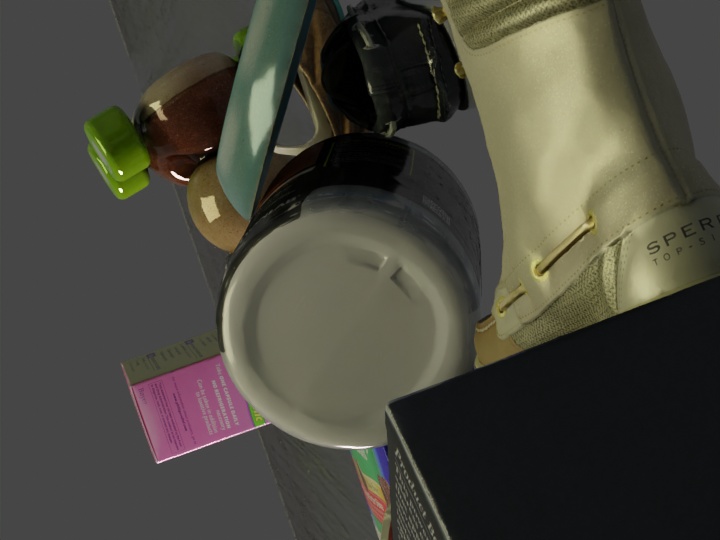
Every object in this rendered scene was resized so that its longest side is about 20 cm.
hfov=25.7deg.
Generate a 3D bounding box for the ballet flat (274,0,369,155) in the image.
[{"bbox_3d":[-0.018,-0.078,0.978,0.068,0.072,0.200,115,135,-75],"label":"ballet flat"}]

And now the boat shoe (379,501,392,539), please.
[{"bbox_3d":[0.058,0.181,0.646,0.071,0.063,0.200,26,-136,-54],"label":"boat shoe"}]

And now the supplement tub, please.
[{"bbox_3d":[0.000,0.000,0.794,0.200,0.122,0.123,-75,-31,-73],"label":"supplement tub"}]

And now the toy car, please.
[{"bbox_3d":[-0.095,-0.064,1.237,0.200,0.164,0.158,58,170,2],"label":"toy car"}]

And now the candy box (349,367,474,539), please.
[{"bbox_3d":[0.032,0.100,1.037,0.169,0.077,0.200,-153,45,-77],"label":"candy box"}]

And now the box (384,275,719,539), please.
[{"bbox_3d":[0.095,0.102,0.472,0.200,0.148,0.107,86,161,-57],"label":"box"}]

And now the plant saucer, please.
[{"bbox_3d":[-0.042,-0.125,0.827,0.200,0.027,0.200,-163,90,-87],"label":"plant saucer"}]

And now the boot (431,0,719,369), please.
[{"bbox_3d":[0.070,-0.036,0.574,0.200,0.072,0.155,144,106,-75],"label":"boot"}]

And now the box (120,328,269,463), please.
[{"bbox_3d":[-0.162,0.129,1.813,0.176,0.200,0.097,-160,50,-77],"label":"box"}]

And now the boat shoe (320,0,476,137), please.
[{"bbox_3d":[0.008,-0.107,0.811,0.200,0.060,0.076,-162,53,-78],"label":"boat shoe"}]
